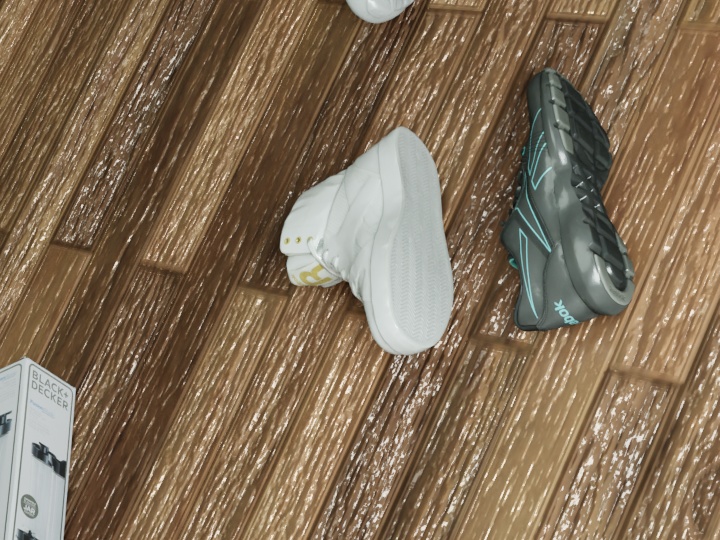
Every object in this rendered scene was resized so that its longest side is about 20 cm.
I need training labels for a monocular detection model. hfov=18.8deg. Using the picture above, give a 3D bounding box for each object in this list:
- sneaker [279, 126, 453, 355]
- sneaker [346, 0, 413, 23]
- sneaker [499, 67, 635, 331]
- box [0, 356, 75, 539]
[{"bbox_3d":[0.000,0.000,1.535,0.115,0.074,0.201,-30,37,27],"label":"sneaker"},{"bbox_3d":[-0.008,-0.248,1.714,0.099,0.078,0.201,-39,34,26],"label":"sneaker"},{"bbox_3d":[0.124,-0.049,1.445,0.079,0.075,0.201,-28,47,29],"label":"sneaker"},{"bbox_3d":[-0.286,0.180,1.678,0.116,0.060,0.201,-24,49,29],"label":"box"}]
